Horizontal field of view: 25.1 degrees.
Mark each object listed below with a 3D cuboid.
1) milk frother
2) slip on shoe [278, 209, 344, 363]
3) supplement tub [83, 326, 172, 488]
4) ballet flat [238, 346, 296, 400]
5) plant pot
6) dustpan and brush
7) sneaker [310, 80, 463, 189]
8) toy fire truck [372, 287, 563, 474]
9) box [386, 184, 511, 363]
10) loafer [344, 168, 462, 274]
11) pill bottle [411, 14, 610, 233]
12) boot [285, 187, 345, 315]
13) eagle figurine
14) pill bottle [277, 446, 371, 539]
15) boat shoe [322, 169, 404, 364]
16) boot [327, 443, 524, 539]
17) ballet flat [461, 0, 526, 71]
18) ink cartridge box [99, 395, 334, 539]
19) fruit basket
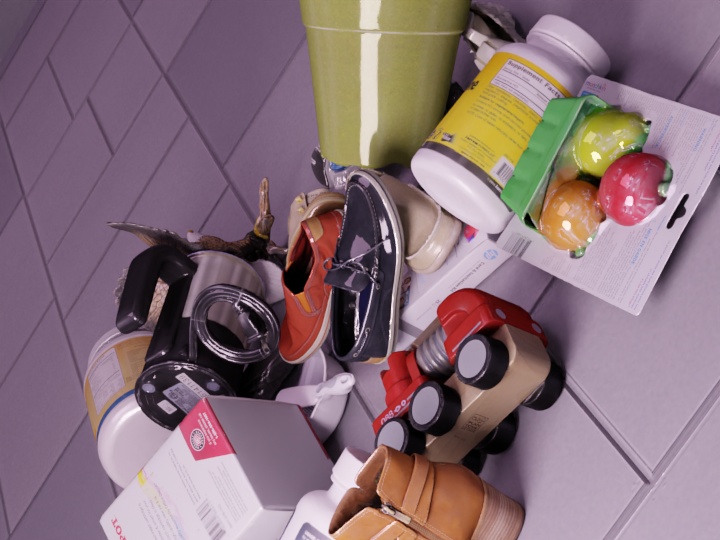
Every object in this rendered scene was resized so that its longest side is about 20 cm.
[{"bbox_3d":[-0.154,0.052,1.812,0.200,0.181,0.188,-13,39,20],"label":"milk frother"},{"bbox_3d":[-0.059,0.018,1.707,0.074,0.061,0.200,62,144,40],"label":"slip on shoe"},{"bbox_3d":[-0.258,0.163,1.963,0.145,0.145,0.200,-55,28,14],"label":"supplement tub"},{"bbox_3d":[-0.116,0.148,1.851,0.200,0.057,0.066,-58,19,-4],"label":"ballet flat"},{"bbox_3d":[0.023,-0.208,1.697,0.200,0.200,0.190,-154,62,-62],"label":"plant pot"},{"bbox_3d":[-0.045,0.134,1.715,0.200,0.057,0.140,-15,54,54],"label":"dustpan and brush"},{"bbox_3d":[0.037,-0.166,1.834,0.200,0.075,0.087,-27,4,28],"label":"sneaker"},{"bbox_3d":[0.087,0.079,1.502,0.176,0.129,0.200,-48,41,26],"label":"toy fire truck"},{"bbox_3d":[0.071,-0.022,1.675,0.200,0.041,0.156,-45,34,33],"label":"box"},{"bbox_3d":[0.036,-0.054,1.646,0.076,0.068,0.200,-61,28,4],"label":"loafer"},{"bbox_3d":[0.149,-0.144,1.551,0.200,0.112,0.112,-51,26,-10],"label":"pill bottle"},{"bbox_3d":[-0.045,-0.047,1.810,0.200,0.073,0.156,100,174,-45],"label":"boot"},{"bbox_3d":[-0.196,-0.012,1.957,0.151,0.200,0.152,-12,96,65],"label":"eagle figurine"},{"bbox_3d":[-0.022,0.272,1.496,0.200,0.120,0.120,-61,28,3],"label":"pill bottle"},{"bbox_3d":[0.000,0.000,1.603,0.075,0.062,0.200,20,114,50],"label":"boat shoe"},{"bbox_3d":[0.039,0.254,1.369,0.200,0.155,0.077,-62,28,3],"label":"boot"},{"bbox_3d":[0.142,-0.230,1.709,0.072,0.072,0.200,-53,30,19],"label":"ballet flat"},{"bbox_3d":[-0.136,0.249,1.641,0.200,0.145,0.145,-48,56,25],"label":"ink cartridge box"},{"bbox_3d":[0.226,-0.071,1.432,0.200,0.094,0.185,29,92,47],"label":"fruit basket"}]
